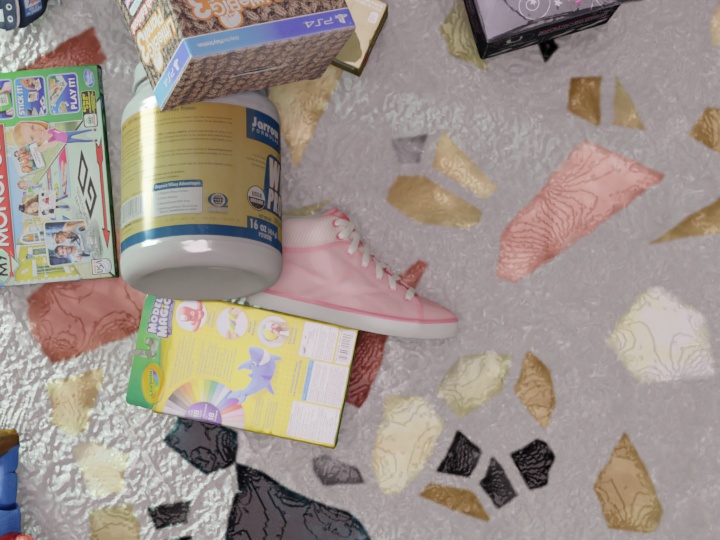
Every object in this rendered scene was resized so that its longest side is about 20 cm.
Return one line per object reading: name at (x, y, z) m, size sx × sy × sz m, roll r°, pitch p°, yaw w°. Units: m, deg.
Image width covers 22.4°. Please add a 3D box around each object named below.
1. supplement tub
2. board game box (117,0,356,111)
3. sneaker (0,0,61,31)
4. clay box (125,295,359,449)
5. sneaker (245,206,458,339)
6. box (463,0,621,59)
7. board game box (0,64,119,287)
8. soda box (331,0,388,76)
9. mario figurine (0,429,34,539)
supplement tub at (-0.142, -0.084, 1.627) m, size 0.144 × 0.145 × 0.200 m, roll -2°, pitch 74°, yaw 1°
board game box at (-0.123, -0.259, 1.565) m, size 0.159 × 0.097 × 0.200 m, roll -16°, pitch 74°, yaw -27°
sneaker at (-0.305, -0.289, 1.637) m, size 0.070 × 0.200 × 0.109 m, roll -36°, pitch 94°, yaw -35°
clay box at (-0.109, 0.089, 1.686) m, size 0.200 × 0.048 × 0.115 m, roll 12°, pitch 88°, yaw 3°
sneaker at (0.000, 0.000, 1.670) m, size 0.200 × 0.075 × 0.105 m, roll 13°, pitch 94°, yaw 4°
box at (0.145, -0.310, 1.650) m, size 0.132 × 0.115 × 0.200 m, roll -16°, pitch 90°, yaw 1°
board game box at (-0.302, -0.087, 1.702) m, size 0.134 × 0.029 × 0.200 m, roll -5°, pitch 90°, yaw 0°
soda box at (-0.077, -0.252, 1.680) m, size 0.200 × 0.064 × 0.068 m, roll 24°, pitch 90°, yaw 1°
mario figurine at (-0.346, 0.249, 1.658) m, size 0.106 × 0.123 × 0.200 m, roll -9°, pitch 85°, yaw -11°
